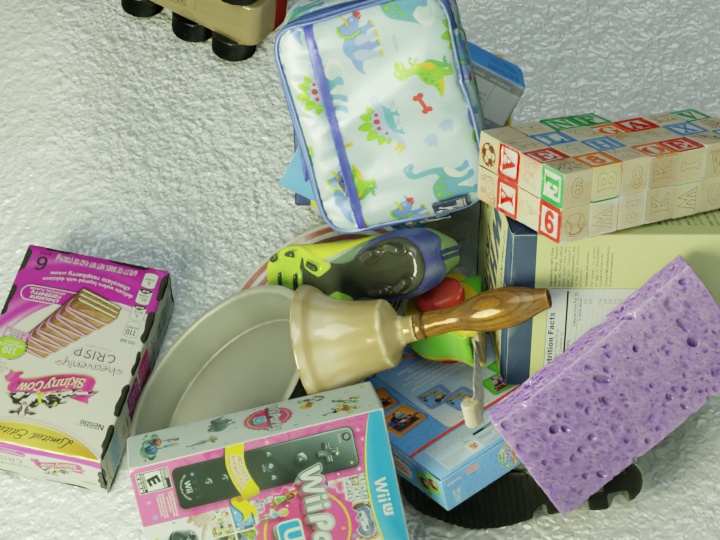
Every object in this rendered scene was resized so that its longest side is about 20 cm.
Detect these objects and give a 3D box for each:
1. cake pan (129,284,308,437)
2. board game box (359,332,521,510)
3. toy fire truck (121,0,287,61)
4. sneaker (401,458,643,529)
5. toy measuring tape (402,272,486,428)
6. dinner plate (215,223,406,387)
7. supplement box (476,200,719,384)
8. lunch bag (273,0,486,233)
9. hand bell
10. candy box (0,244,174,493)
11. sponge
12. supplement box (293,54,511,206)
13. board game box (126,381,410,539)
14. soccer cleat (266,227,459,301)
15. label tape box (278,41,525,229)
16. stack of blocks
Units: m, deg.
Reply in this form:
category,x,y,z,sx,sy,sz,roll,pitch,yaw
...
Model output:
category,x,y,z,sx,sy,sz,roll,pitch,yaw
cake pan,-0.109,0.103,1.519,0.200,0.037,0.201,-30,37,25
board game box,0.069,0.109,1.522,0.151,0.037,0.200,-30,36,-23
toy fire truck,-0.129,-0.337,1.839,0.175,0.129,0.200,26,48,18
sneaker,0.133,0.161,1.525,0.199,0.074,0.089,-4,37,1
toy measuring tape,0.068,0.064,1.495,0.073,0.074,0.200,2,34,3
dinner plate,-0.038,0.036,1.593,0.199,0.024,0.201,-22,38,18
supplement box,0.209,-0.005,1.535,0.199,0.135,0.200,0,23,-4
lunch bag,0.018,-0.135,1.496,0.160,0.201,0.083,-10,23,8
hand bell,0.055,0.042,1.435,0.199,0.104,0.105,-13,54,17
candy box,-0.256,0.083,1.581,0.136,0.061,0.201,10,57,7
sponge,0.206,0.093,1.431,0.200,0.112,0.030,-39,27,2
supplement box,0.037,-0.131,1.671,0.199,0.109,0.110,-1,26,0
board game box,-0.069,0.185,1.409,0.199,0.148,0.064,-14,17,-5
soccer cleat,0.000,0.001,1.546,0.083,0.200,0.065,-15,95,-44
label tape box,0.034,-0.116,1.582,0.144,0.201,0.063,26,22,-12
stack of blocks,0.209,-0.084,1.470,0.199,0.059,0.115,-12,26,-28
